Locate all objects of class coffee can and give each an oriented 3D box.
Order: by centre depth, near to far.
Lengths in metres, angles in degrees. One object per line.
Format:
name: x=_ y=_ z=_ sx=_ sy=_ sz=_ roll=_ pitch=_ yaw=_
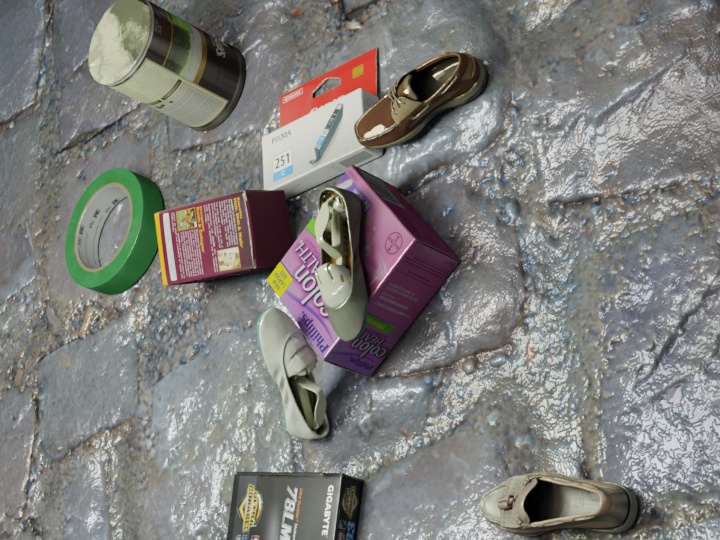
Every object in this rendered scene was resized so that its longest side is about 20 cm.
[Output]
coffee can: x=-0.298 y=-0.319 z=2.157 sx=0.145 sy=0.199 sz=0.148 roll=-18 pitch=62 yaw=38

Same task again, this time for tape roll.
tape roll: x=-0.400 y=-0.063 z=2.261 sx=0.199 sy=0.048 sz=0.203 roll=-18 pitch=61 yaw=38

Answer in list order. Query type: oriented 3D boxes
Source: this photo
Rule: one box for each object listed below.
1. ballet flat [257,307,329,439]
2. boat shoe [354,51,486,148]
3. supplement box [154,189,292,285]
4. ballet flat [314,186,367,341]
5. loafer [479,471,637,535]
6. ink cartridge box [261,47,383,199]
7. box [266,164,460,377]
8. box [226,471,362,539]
ballet flat: x=-0.078 y=0.136 z=1.801 sx=0.069 sy=0.202 sz=0.070 roll=-10 pitch=30 yaw=6
boat shoe: x=0.069 y=-0.232 z=1.843 sx=0.199 sy=0.072 sz=0.076 roll=-32 pitch=61 yaw=21
supplement box: x=-0.198 y=-0.046 z=2.013 sx=0.199 sy=0.085 sz=0.112 roll=-10 pitch=87 yaw=41
ballet flat: x=-0.032 y=-0.011 z=1.739 sx=0.067 sy=0.063 sz=0.202 roll=-20 pitch=61 yaw=37
loafer: x=0.207 y=0.254 z=1.540 sx=0.199 sy=0.063 sz=0.073 roll=-8 pitch=69 yaw=42
ink cartridge box: x=-0.058 y=-0.215 z=1.997 sx=0.199 sy=0.044 sz=0.178 roll=-22 pitch=61 yaw=36
box: x=0.000 y=0.000 z=1.817 sx=0.201 sy=0.096 sz=0.176 roll=-53 pitch=46 yaw=15
box: x=-0.094 y=0.363 z=1.799 sx=0.197 sy=0.049 sz=0.202 roll=-7 pitch=70 yaw=43
